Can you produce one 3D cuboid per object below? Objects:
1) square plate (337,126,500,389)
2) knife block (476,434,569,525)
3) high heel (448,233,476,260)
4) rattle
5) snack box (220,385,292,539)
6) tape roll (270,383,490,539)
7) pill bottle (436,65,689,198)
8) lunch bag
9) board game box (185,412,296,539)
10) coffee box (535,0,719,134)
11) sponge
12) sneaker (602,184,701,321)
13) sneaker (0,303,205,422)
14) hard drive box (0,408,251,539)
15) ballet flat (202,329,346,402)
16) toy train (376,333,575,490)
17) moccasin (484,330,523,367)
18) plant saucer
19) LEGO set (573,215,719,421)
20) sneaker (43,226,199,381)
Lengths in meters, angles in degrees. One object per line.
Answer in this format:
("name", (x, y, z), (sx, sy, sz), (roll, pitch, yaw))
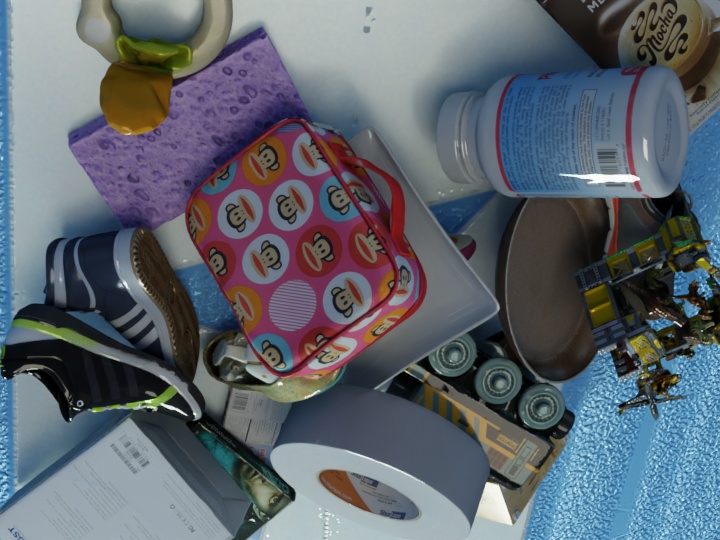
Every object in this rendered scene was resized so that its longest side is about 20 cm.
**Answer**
("square plate", (0.000, 0.000, 1.087), (0.200, 0.028, 0.198), (-35, 90, 30))
("knife block", (0.105, 0.200, 1.279), (0.200, 0.175, 0.064), (-48, 131, -36))
("high heel", (0.035, 0.039, 1.155), (0.200, 0.067, 0.096), (-27, 111, 11))
("rattle", (-0.144, -0.225, 0.940), (0.130, 0.143, 0.200), (43, 111, -9))
("snack box", (-0.119, 0.201, 1.247), (0.072, 0.024, 0.200), (9, 117, -14))
("tape roll", (0.018, 0.184, 1.126), (0.200, 0.066, 0.200), (18, 152, 10))
("pill bottle", (0.172, -0.117, 1.030), (0.200, 0.109, 0.109), (3, 127, 32))
("lunch bag", (-0.039, -0.027, 1.006), (0.176, 0.200, 0.082), (-37, 158, 19))
("board game box", (-0.183, 0.250, 1.238), (0.135, 0.028, 0.200), (42, 110, -17))
("coffee box", (0.248, -0.221, 1.048), (0.200, 0.080, 0.113), (38, 107, -27))
("sponge", (-0.145, -0.119, 1.059), (0.200, 0.030, 0.112), (-28, 121, 4))
("sneaker", (0.285, -0.029, 1.150), (0.077, 0.082, 0.200), (-36, 126, -28))
("sneaker", (-0.240, 0.105, 1.082), (0.200, 0.072, 0.083), (29, 66, -19))
("hard drive box", (-0.236, 0.238, 1.175), (0.200, 0.077, 0.156), (-36, 98, 17))
("ballet flat", (-0.088, 0.082, 1.099), (0.071, 0.200, 0.071), (2, 86, -32))
("toy train", (0.107, 0.125, 1.146), (0.200, 0.085, 0.114), (31, 97, -14))
("moccasin", (0.074, 0.120, 1.213), (0.201, 0.074, 0.078), (-24, 107, 7))
("plant saucer", (0.183, 0.006, 1.133), (0.200, 0.032, 0.201), (-5, 97, -50))
("LEGO set", (0.294, 0.058, 1.119), (0.154, 0.116, 0.200), (-20, 136, 13))
("sneaker", (-0.223, 0.036, 1.111), (0.108, 0.070, 0.200), (-4, 138, 12))
